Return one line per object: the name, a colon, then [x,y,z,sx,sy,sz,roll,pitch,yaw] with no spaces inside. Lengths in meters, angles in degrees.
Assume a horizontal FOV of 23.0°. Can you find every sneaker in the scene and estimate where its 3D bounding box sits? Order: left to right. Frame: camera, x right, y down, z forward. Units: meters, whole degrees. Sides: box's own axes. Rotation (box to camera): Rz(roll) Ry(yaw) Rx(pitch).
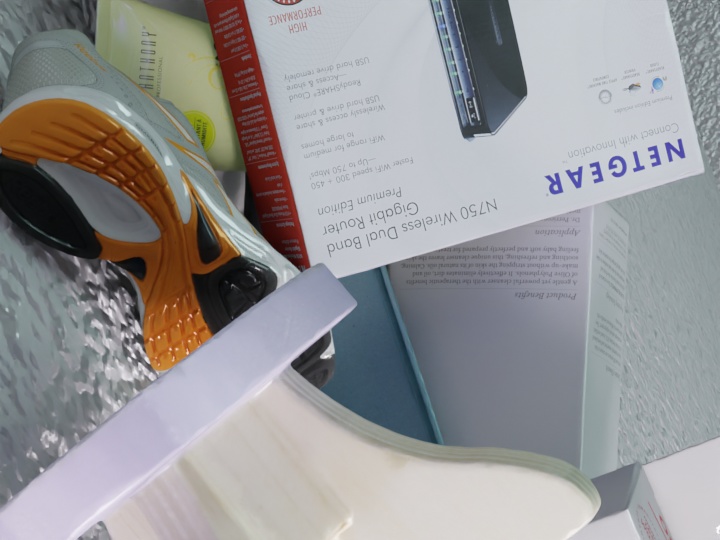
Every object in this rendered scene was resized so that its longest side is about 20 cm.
sneaker: [-0.074,-0.022,0.719,0.200,0.076,0.092,54,16,-39]

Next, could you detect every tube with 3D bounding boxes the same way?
tube: [-0.033,-0.071,0.801,0.200,0.052,0.058,6,44,-37]

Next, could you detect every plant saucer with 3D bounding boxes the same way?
plant saucer: [0.003,0.079,0.824,0.019,0.070,0.200,56,15,-72]

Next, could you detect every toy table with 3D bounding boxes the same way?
toy table: [-0.028,0.083,0.566,0.117,0.184,0.200,51,29,2]

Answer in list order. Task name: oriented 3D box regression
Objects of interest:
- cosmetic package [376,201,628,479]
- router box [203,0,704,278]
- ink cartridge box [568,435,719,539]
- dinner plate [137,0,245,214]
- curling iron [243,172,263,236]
cosmetic package: [0.068,0.064,0.863,0.085,0.108,0.200,26,67,-67]
router box: [0.039,-0.104,0.771,0.049,0.200,0.180,-2,-77,67]
ink cartridge box: [0.082,0.158,0.730,0.115,0.200,0.068,65,17,-3]
dinner plate: [-0.065,-0.125,0.862,0.200,0.024,0.200,-4,90,-76]
curling iron: [-0.038,0.017,0.810,0.050,0.026,0.200,16,59,-52]
